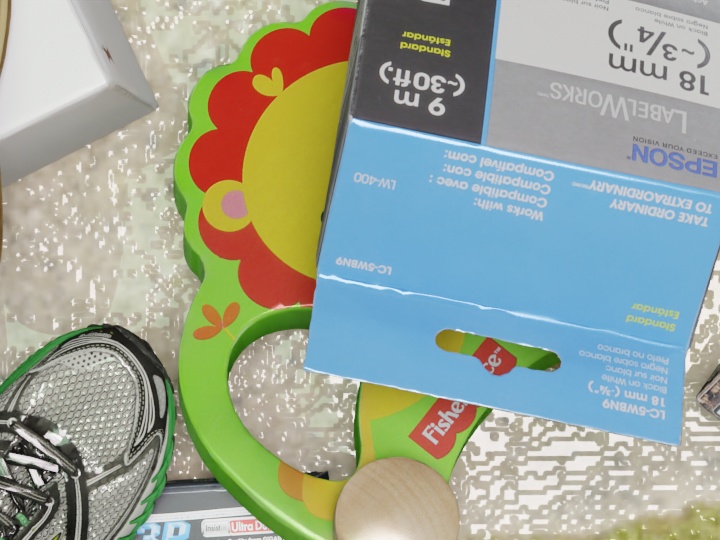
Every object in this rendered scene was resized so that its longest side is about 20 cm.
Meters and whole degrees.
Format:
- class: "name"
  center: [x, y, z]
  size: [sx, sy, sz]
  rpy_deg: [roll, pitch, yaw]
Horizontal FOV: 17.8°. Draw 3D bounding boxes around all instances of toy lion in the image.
- class: "toy lion"
  center: [0.000, 0.000, 0.891]
  size: [0.191, 0.069, 0.200]
  rpy_deg: [37, 72, 8]

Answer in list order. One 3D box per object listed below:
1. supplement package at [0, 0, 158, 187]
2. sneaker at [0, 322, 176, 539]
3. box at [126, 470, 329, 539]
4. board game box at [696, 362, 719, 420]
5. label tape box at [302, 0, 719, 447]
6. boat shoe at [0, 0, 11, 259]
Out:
- class: "supplement package"
  center: [-0.197, -0.075, 0.895]
  size: [0.199, 0.117, 0.118]
  rpy_deg: [-26, 86, 3]
- class: "sneaker"
  center: [-0.143, 0.105, 0.857]
  size: [0.078, 0.085, 0.200]
  rpy_deg: [39, 89, 5]
- class: "box"
  center: [-0.107, 0.166, 0.917]
  size: [0.198, 0.046, 0.161]
  rpy_deg: [-4, 88, 4]
- class: "board game box"
  center: [0.242, 0.024, 0.813]
  size: [0.159, 0.200, 0.097]
  rpy_deg: [39, 57, 3]
- class: "label tape box"
  center: [0.064, -0.048, 0.845]
  size: [0.143, 0.063, 0.201]
  rpy_deg: [11, 54, -4]
- class: "boat shoe"
  center: [-0.161, -0.079, 0.801]
  size: [0.071, 0.068, 0.202]
  rpy_deg: [-4, 90, 3]
